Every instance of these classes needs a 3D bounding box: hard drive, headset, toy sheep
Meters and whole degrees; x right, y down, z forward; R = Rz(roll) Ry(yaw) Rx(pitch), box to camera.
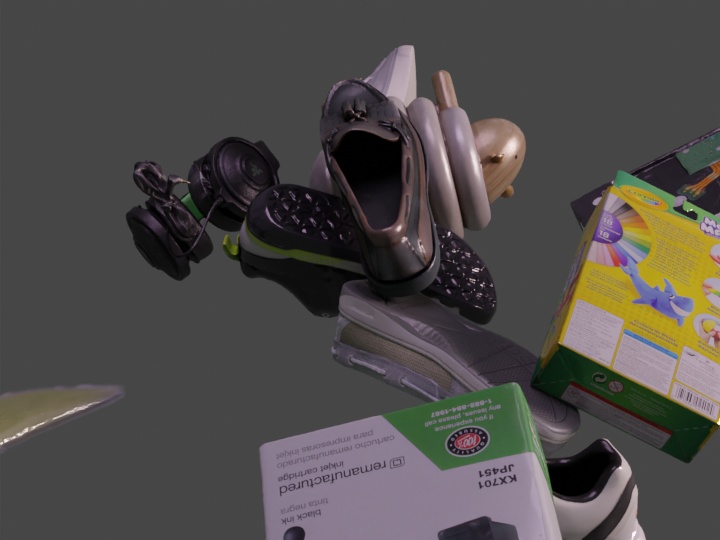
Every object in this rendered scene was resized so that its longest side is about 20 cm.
[{"bbox_3d":[0.269,-0.052,1.209,0.200,0.038,0.140,-28,31,4],"label":"hard drive"},{"bbox_3d":[-0.127,-0.056,1.218,0.123,0.094,0.200,-37,10,8],"label":"headset"},{"bbox_3d":[0.030,-0.072,1.246,0.200,0.138,0.138,-16,30,6],"label":"toy sheep"}]

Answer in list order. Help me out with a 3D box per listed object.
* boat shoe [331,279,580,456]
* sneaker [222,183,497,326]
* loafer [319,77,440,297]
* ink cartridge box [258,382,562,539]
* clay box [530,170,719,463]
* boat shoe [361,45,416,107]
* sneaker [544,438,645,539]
[{"bbox_3d":[0.058,0.071,1.070,0.202,0.065,0.074,30,24,35],"label":"boat shoe"},{"bbox_3d":[0.000,0.000,1.178,0.200,0.083,0.072,22,43,-7],"label":"sneaker"},{"bbox_3d":[0.011,-0.073,1.128,0.072,0.063,0.200,-20,48,4],"label":"loafer"},{"bbox_3d":[0.033,0.169,0.800,0.146,0.083,0.200,-14,46,6],"label":"ink cartridge box"},{"bbox_3d":[0.193,0.023,1.079,0.115,0.048,0.200,27,41,1],"label":"clay box"},{"bbox_3d":[0.010,-0.138,1.427,0.068,0.072,0.200,3,40,9],"label":"boat shoe"},{"bbox_3d":[0.064,0.142,0.920,0.200,0.080,0.074,-11,33,-11],"label":"sneaker"}]
